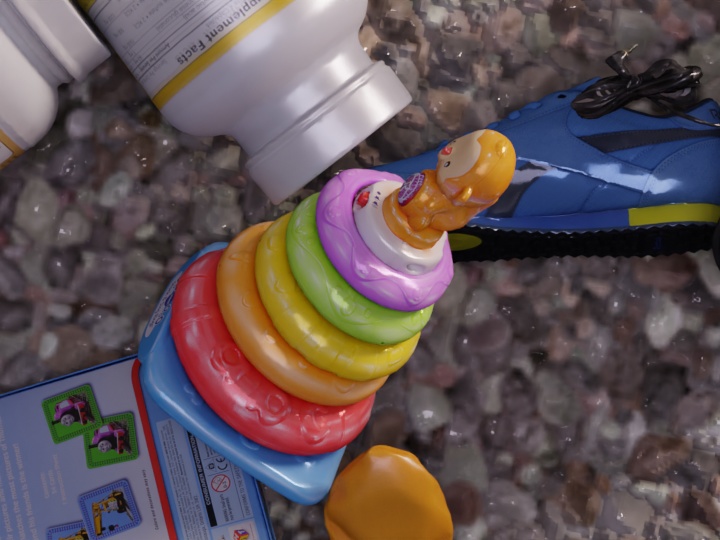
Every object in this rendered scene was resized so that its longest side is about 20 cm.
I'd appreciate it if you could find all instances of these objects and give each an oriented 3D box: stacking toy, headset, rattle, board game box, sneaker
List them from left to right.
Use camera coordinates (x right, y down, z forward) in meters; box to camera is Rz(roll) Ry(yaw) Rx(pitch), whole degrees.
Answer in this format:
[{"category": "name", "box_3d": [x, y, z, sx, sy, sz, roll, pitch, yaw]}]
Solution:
[{"category": "board game box", "box_3d": [-0.142, 0.125, 1.097, 0.200, 0.037, 0.152, -16, 61, -2]}, {"category": "stacking toy", "box_3d": [0.000, 0.000, 1.045, 0.110, 0.116, 0.200, 37, 131, -12]}, {"category": "rattle", "box_3d": [0.014, 0.205, 1.053, 0.130, 0.143, 0.200, 21, 55, 4]}, {"category": "sneaker", "box_3d": [0.077, -0.048, 1.123, 0.200, 0.066, 0.079, -2, 77, -1]}, {"category": "headset", "box_3d": [0.184, -0.043, 1.081, 0.094, 0.200, 0.124, -11, 60, 37]}]

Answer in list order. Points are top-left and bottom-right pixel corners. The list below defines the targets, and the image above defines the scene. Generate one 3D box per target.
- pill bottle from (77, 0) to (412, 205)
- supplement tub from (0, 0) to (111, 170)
[{"category": "pill bottle", "box_3d": [-0.068, -0.133, 1.085, 0.112, 0.112, 0.200, -37, 93, 0]}, {"category": "supplement tub", "box_3d": [-0.227, -0.085, 1.066, 0.200, 0.145, 0.145, -38, 93, 0]}]
